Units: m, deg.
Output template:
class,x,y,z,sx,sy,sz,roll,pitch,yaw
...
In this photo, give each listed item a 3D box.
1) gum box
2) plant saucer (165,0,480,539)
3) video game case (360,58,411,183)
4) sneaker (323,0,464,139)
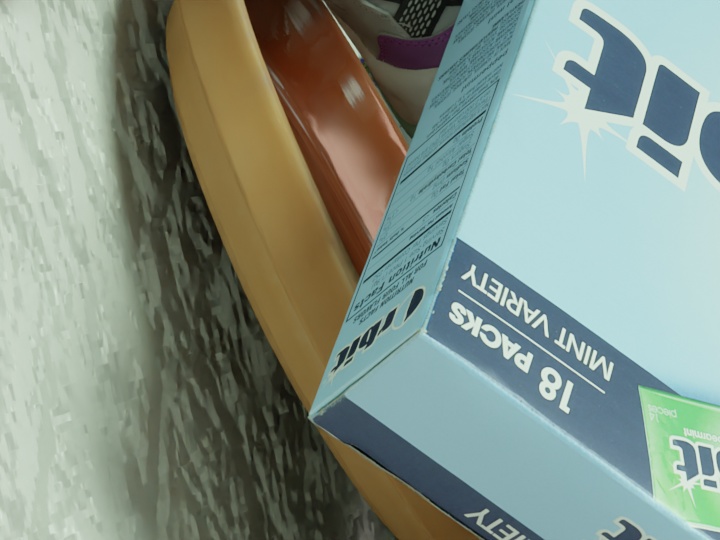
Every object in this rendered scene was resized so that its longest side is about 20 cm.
class,x,y,z,sx,sy,sz,roll,pitch,yaw
gum box,0.090,0.002,0.616,0.169,0.045,0.201,37,45,-15
plant saucer,0.000,0.000,0.698,0.201,0.032,0.200,61,9,-17
video game case,0.093,-0.073,0.872,0.200,0.180,0.046,-47,124,-70
sneaker,-0.002,-0.132,0.726,0.140,0.077,0.200,54,5,-31
